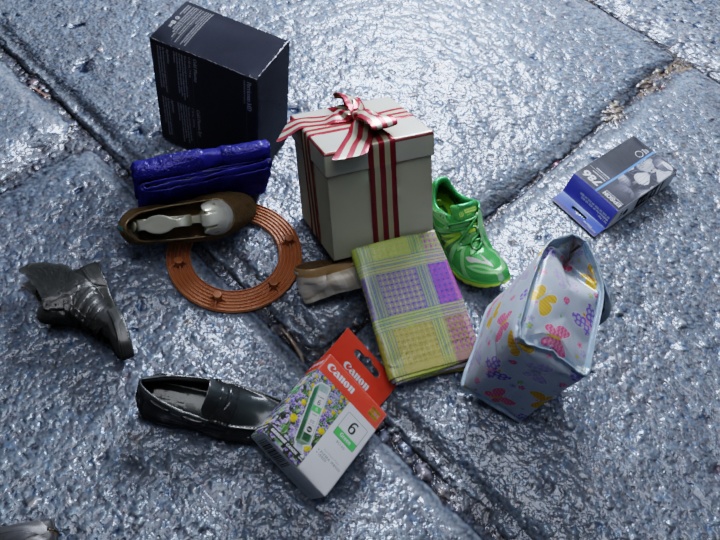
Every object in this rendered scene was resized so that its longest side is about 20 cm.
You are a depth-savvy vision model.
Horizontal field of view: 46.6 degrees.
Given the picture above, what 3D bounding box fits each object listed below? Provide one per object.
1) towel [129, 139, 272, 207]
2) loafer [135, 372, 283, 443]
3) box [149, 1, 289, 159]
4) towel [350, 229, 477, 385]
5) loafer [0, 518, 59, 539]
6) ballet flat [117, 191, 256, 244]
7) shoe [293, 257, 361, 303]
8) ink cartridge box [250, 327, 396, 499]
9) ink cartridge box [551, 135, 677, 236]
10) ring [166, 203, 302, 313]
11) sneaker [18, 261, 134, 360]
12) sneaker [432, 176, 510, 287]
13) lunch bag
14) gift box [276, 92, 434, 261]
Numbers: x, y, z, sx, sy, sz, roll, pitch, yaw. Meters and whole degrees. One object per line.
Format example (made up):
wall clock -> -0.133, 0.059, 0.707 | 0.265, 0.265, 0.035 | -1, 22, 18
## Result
towel -> -0.228, -0.128, 1.211 | 0.197, 0.148, 0.050 | -11, 74, -14
loafer -> -0.181, 0.168, 1.037 | 0.197, 0.071, 0.069 | 9, 53, -1
box -> -0.210, -0.273, 1.281 | 0.180, 0.201, 0.105 | 24, 54, 11
towel -> 0.074, 0.051, 1.141 | 0.142, 0.023, 0.203 | -12, 74, -21
loafer -> -0.429, 0.313, 0.910 | 0.197, 0.073, 0.073 | 3, 44, -16
ballet flat -> -0.243, -0.071, 1.178 | 0.197, 0.072, 0.069 | -6, 98, -10
shoe -> 0.000, 0.000, 1.199 | 0.197, 0.070, 0.054 | -14, 101, -20
ink cartridge box -> -0.031, 0.170, 1.041 | 0.109, 0.050, 0.200 | 46, 58, -6
ink cartridge box -> 0.412, -0.140, 1.353 | 0.199, 0.039, 0.099 | -33, 64, -26
ring -> -0.183, -0.027, 1.215 | 0.197, 0.019, 0.203 | 3, 53, -4
sneaker -> -0.378, 0.056, 1.109 | 0.103, 0.061, 0.201 | -20, 53, -21
sneaker -> 0.150, -0.057, 1.233 | 0.073, 0.084, 0.201 | -22, 60, -22
lunch bag -> 0.234, 0.068, 1.087 | 0.126, 0.170, 0.202 | 27, 53, -6
gift box -> -0.008, -0.139, 1.180 | 0.197, 0.189, 0.185 | -16, 32, -21
